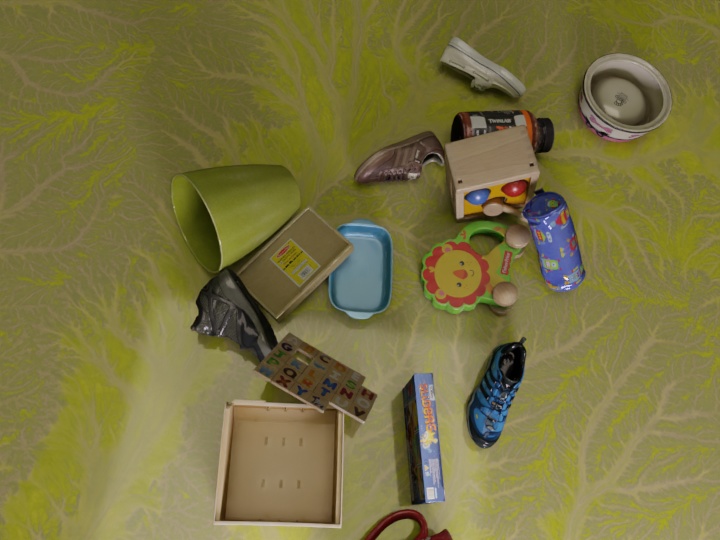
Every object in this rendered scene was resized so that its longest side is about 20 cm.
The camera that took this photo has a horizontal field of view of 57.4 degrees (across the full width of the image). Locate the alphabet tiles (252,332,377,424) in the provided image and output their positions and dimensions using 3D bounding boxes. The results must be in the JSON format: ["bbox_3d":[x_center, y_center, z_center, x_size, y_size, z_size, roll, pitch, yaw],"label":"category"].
[{"bbox_3d":[-0.068,0.187,1.129,0.199,0.167,0.008,29,111,5],"label":"alphabet tiles"}]

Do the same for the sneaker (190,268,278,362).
[{"bbox_3d":[-0.225,0.108,1.176,0.114,0.076,0.200,-34,93,6],"label":"sneaker"}]

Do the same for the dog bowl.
[{"bbox_3d":[0.568,-0.370,1.436,0.198,0.074,0.202,2,70,-6],"label":"dog bowl"}]

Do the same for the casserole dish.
[{"bbox_3d":[0.000,0.000,1.255,0.120,0.039,0.202,4,68,-4],"label":"casserole dish"}]

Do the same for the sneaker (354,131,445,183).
[{"bbox_3d":[0.085,-0.214,1.327,0.199,0.071,0.076,-29,76,-15],"label":"sneaker"}]

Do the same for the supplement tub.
[{"bbox_3d":[0.293,-0.276,1.353,0.198,0.107,0.108,-4,70,-7],"label":"supplement tub"}]

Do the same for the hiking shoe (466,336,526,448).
[{"bbox_3d":[0.243,0.215,1.174,0.074,0.087,0.202,19,69,1],"label":"hiking shoe"}]

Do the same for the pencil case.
[{"bbox_3d":[0.364,-0.054,1.241,0.086,0.201,0.078,2,44,38],"label":"pencil case"}]

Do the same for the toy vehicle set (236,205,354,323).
[{"bbox_3d":[-0.124,-0.014,1.228,0.200,0.027,0.124,-44,70,-11],"label":"toy vehicle set"}]

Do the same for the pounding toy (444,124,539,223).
[{"bbox_3d":[0.269,-0.160,1.282,0.182,0.200,0.144,-13,70,5],"label":"pounding toy"}]

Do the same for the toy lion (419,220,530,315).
[{"bbox_3d":[0.216,-0.008,1.274,0.190,0.069,0.202,15,68,8],"label":"toy lion"}]

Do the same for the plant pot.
[{"bbox_3d":[-0.218,-0.119,1.217,0.199,0.187,0.188,-26,74,-30],"label":"plant pot"}]

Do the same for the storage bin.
[{"bbox_3d":[-0.130,0.318,1.092,0.198,0.094,0.201,3,69,-5],"label":"storage bin"}]

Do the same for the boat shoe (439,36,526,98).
[{"bbox_3d":[0.264,-0.425,1.436,0.199,0.074,0.067,37,97,7],"label":"boat shoe"}]

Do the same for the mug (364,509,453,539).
[{"bbox_3d":[0.057,0.496,1.049,0.198,0.178,0.135,-14,108,-7],"label":"mug"}]

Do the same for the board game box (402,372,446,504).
[{"bbox_3d":[0.104,0.286,1.107,0.034,0.136,0.202,-2,70,-6],"label":"board game box"}]
